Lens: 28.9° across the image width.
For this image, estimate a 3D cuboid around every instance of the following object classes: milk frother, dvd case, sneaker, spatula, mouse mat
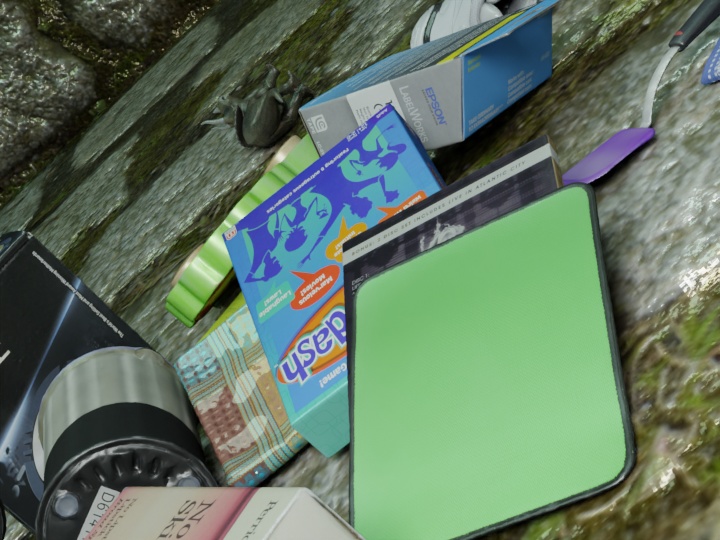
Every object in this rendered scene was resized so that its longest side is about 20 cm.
[{"bbox_3d":[-0.208,0.131,0.926,0.181,0.200,0.188,-48,19,2],"label":"milk frother"},{"bbox_3d":[0.055,0.027,0.772,0.148,0.016,0.201,-28,41,23],"label":"dvd case"},{"bbox_3d":[0.127,-0.258,1.244,0.115,0.075,0.201,-16,39,54],"label":"sneaker"},{"bbox_3d":[0.194,-0.125,0.885,0.201,0.021,0.056,-53,15,-5],"label":"spatula"},{"bbox_3d":[0.060,0.052,0.726,0.160,0.008,0.201,-25,42,25],"label":"mouse mat"}]

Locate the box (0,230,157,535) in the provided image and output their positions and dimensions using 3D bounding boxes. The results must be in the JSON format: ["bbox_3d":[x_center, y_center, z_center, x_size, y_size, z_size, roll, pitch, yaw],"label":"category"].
[{"bbox_3d":[-0.248,0.096,1.075,0.164,0.200,0.086,-50,20,-18],"label":"box"}]

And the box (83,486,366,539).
[{"bbox_3d":[-0.074,0.185,0.673,0.200,0.109,0.128,-15,34,56],"label":"box"}]

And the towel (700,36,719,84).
[{"bbox_3d":[0.298,-0.178,0.808,0.145,0.024,0.200,-55,20,-22],"label":"towel"}]

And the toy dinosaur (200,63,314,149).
[{"bbox_3d":[-0.102,-0.173,1.567,0.103,0.077,0.200,-56,24,1],"label":"toy dinosaur"}]

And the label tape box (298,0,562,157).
[{"bbox_3d":[0.074,-0.141,1.048,0.199,0.064,0.144,-13,17,41],"label":"label tape box"}]

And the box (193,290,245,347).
[{"bbox_3d":[-0.032,0.002,1.062,0.200,0.048,0.122,-51,21,-18],"label":"box"}]

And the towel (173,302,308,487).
[{"bbox_3d":[-0.030,0.042,0.937,0.200,0.022,0.147,-40,39,3],"label":"towel"}]

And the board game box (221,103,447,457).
[{"bbox_3d":[0.000,0.000,0.897,0.152,0.045,0.200,-37,40,9],"label":"board game box"}]

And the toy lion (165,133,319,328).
[{"bbox_3d":[-0.083,-0.036,1.122,0.200,0.069,0.192,-51,-1,-13],"label":"toy lion"}]
